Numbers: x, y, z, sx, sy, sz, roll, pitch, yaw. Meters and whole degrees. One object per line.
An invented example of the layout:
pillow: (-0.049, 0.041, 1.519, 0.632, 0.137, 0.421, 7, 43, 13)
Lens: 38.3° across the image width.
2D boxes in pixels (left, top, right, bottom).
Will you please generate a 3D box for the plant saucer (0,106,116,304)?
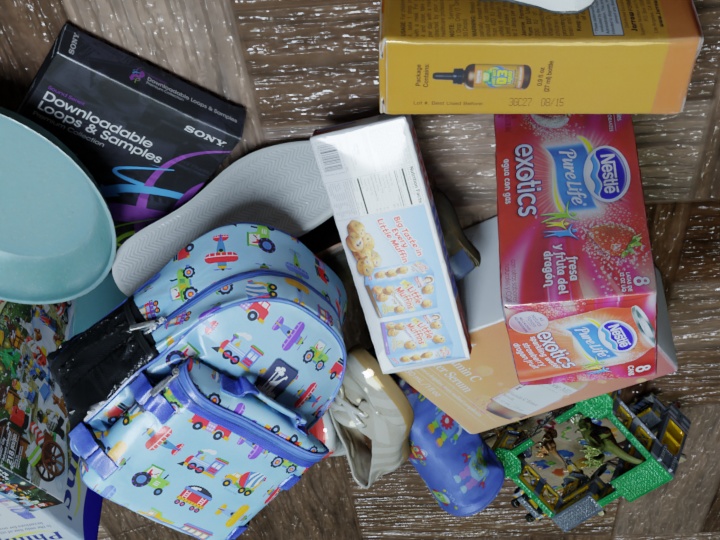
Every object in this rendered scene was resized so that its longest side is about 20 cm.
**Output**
plant saucer: (-0.271, -0.055, 0.766, 0.200, 0.036, 0.200, 7, 136, 7)

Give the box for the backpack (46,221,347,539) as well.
backpack: (-0.094, 0.075, 0.748, 0.200, 0.135, 0.183, -41, 130, 7)

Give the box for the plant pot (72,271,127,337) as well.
plant pot: (-0.137, 0.084, 0.921, 0.200, 0.141, 0.141, -8, 142, 0)

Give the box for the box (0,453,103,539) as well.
box: (-0.325, 0.146, 0.966, 0.105, 0.184, 0.200, -11, 142, 12)

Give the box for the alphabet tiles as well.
alphabet tiles: (0.243, 0.212, 1.184, 0.200, 0.008, 0.167, 28, 135, -30)

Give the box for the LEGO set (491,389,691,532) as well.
LEGO set: (0.238, 0.168, 1.065, 0.154, 0.116, 0.200, 39, 127, 4)

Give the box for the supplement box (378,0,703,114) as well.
supplement box: (0.111, -0.144, 0.674, 0.200, 0.069, 0.067, -1, 142, 0)

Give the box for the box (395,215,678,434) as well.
box: (0.139, 0.039, 0.878, 0.200, 0.106, 0.152, -23, 136, 29)

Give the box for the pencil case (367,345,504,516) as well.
pencil case: (0.071, 0.145, 1.005, 0.078, 0.087, 0.200, 7, 135, 49)

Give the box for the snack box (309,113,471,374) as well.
snack box: (0.026, -0.017, 0.770, 0.072, 0.024, 0.200, -11, 114, 13)

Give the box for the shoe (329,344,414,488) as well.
shoe: (0.008, 0.135, 0.912, 0.053, 0.070, 0.200, -40, 149, -19)

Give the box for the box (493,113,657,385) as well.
box: (0.144, -0.033, 0.707, 0.095, 0.200, 0.100, -5, 142, 12)

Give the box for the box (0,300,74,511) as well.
box: (-0.290, 0.081, 0.864, 0.038, 0.200, 0.137, -18, 139, 20)

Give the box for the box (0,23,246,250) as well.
box: (-0.197, -0.082, 0.786, 0.143, 0.036, 0.200, 23, 137, -26)

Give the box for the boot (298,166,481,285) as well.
boot: (0.000, 0.000, 0.838, 0.200, 0.075, 0.097, -31, 110, 33)

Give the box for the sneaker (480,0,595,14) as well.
sneaker: (0.116, -0.214, 0.582, 0.115, 0.081, 0.199, 27, 142, -35)

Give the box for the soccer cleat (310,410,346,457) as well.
soccer cleat: (-0.026, 0.153, 1.032, 0.085, 0.069, 0.200, -5, 167, -7)

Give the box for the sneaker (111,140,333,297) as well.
sneaker: (-0.092, -0.034, 0.829, 0.200, 0.074, 0.116, -26, 171, 2)
